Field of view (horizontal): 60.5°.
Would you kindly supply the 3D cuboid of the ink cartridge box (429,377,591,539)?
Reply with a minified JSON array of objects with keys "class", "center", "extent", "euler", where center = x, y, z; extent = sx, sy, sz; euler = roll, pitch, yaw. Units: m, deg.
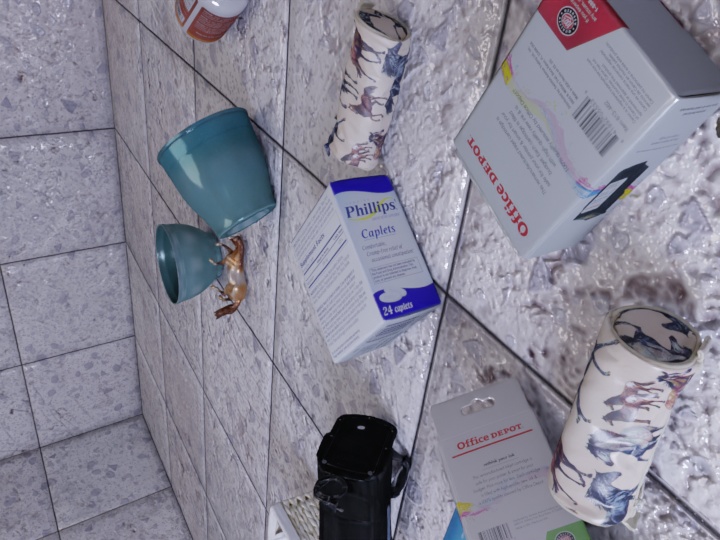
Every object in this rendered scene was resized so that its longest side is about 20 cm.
[{"class":"ink cartridge box","center":[0.154,0.231,0.658],"extent":[0.068,0.114,0.204],"euler":[69,-177,-52]}]

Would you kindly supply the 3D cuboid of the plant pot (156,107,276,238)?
[{"class":"plant pot","center":[-0.259,-0.177,1.196],"extent":[0.191,0.198,0.199],"euler":[60,149,-1]}]

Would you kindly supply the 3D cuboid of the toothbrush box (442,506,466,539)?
[{"class":"toothbrush box","center":[0.186,0.361,0.705],"extent":[0.200,0.083,0.150],"euler":[44,128,43]}]

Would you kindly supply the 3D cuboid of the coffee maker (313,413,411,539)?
[{"class":"coffee maker","center":[-0.018,0.362,0.968],"extent":[0.132,0.190,0.206],"euler":[19,121,36]}]

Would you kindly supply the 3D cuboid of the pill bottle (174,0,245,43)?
[{"class":"pill bottle","center":[-0.269,-0.512,1.144],"extent":[0.198,0.110,0.116],"euler":[-6,97,59]}]

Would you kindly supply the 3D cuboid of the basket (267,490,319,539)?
[{"class":"basket","center":[-0.093,0.564,1.239],"extent":[0.200,0.120,0.139],"euler":[48,140,41]}]

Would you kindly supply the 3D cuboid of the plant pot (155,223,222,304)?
[{"class":"plant pot","center":[-0.435,-0.027,1.590],"extent":[0.199,0.131,0.207],"euler":[29,125,53]}]

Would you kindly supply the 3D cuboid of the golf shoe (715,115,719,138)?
[{"class":"golf shoe","center":[0.314,-0.064,0.360],"extent":[0.199,0.071,0.094],"euler":[41,129,32]}]

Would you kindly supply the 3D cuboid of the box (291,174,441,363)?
[{"class":"box","center":[0.000,0.000,0.883],"extent":[0.184,0.103,0.205],"euler":[-45,63,56]}]

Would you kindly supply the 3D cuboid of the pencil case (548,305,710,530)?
[{"class":"pencil case","center":[0.233,0.131,0.546],"extent":[0.087,0.078,0.205],"euler":[20,122,22]}]

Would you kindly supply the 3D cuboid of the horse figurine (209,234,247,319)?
[{"class":"horse figurine","center":[-0.308,0.014,1.460],"extent":[0.130,0.049,0.207],"euler":[5,98,41]}]

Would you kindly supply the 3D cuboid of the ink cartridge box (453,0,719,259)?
[{"class":"ink cartridge box","center":[0.184,-0.131,0.538],"extent":[0.148,0.081,0.201],"euler":[63,147,22]}]

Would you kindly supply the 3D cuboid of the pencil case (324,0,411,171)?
[{"class":"pencil case","center":[0.007,-0.236,0.808],"extent":[0.089,0.077,0.203],"euler":[41,137,25]}]
